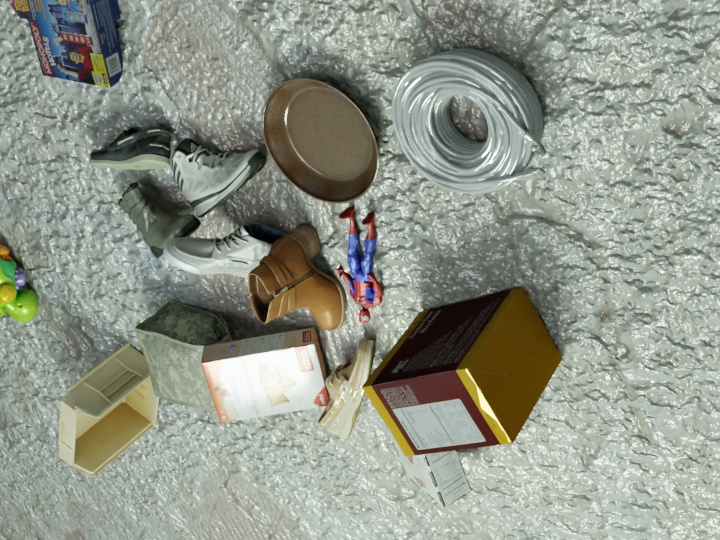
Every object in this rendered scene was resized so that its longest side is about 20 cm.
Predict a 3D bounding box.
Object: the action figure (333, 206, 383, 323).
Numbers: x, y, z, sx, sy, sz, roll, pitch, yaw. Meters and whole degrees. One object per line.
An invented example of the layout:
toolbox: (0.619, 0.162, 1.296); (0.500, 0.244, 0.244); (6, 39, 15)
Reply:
action figure: (0.000, 0.000, 1.640); (0.065, 0.052, 0.200); (12, 130, 24)

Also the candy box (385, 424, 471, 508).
candy box: (0.098, 0.272, 1.720); (0.136, 0.061, 0.200); (30, 144, 60)

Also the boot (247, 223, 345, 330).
boot: (-0.106, 0.043, 1.668); (0.074, 0.155, 0.200); (-3, 120, 37)

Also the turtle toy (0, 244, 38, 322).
turtle toy: (-0.739, 0.026, 2.152); (0.145, 0.101, 0.200); (-12, 115, 41)

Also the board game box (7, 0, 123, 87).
board game box: (-0.473, -0.405, 1.666); (0.199, 0.062, 0.200); (16, 129, 28)

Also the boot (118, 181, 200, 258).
boot: (-0.352, -0.093, 1.782); (0.131, 0.068, 0.200); (53, 154, -10)

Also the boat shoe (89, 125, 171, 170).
boat shoe: (-0.384, -0.203, 1.765); (0.200, 0.072, 0.068); (-1, 85, 44)

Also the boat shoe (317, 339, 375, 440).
boat shoe: (-0.026, 0.197, 1.761); (0.069, 0.074, 0.200); (18, 118, 1)

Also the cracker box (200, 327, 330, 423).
cracker box: (-0.161, 0.182, 1.817); (0.199, 0.058, 0.134); (-11, 120, 4)

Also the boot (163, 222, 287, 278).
boot: (-0.210, -0.043, 1.692); (0.199, 0.074, 0.096); (8, 133, -25)

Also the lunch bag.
lunch bag: (-0.292, 0.163, 1.921); (0.200, 0.118, 0.164); (14, 128, 33)

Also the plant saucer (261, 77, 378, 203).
plant saucer: (-0.053, -0.193, 1.539); (0.200, 0.037, 0.201); (19, 130, 24)

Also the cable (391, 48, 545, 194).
cable: (0.139, -0.195, 1.376); (0.200, 0.069, 0.200); (-18, 109, 43)

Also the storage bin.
storage bin: (-0.502, 0.281, 2.104); (0.094, 0.199, 0.200); (33, 136, 16)

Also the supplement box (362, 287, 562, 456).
supplement box: (0.149, 0.148, 1.532); (0.200, 0.197, 0.133); (-16, 113, 42)

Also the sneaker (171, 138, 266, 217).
sneaker: (-0.238, -0.166, 1.665); (0.115, 0.076, 0.200); (51, 138, -10)
